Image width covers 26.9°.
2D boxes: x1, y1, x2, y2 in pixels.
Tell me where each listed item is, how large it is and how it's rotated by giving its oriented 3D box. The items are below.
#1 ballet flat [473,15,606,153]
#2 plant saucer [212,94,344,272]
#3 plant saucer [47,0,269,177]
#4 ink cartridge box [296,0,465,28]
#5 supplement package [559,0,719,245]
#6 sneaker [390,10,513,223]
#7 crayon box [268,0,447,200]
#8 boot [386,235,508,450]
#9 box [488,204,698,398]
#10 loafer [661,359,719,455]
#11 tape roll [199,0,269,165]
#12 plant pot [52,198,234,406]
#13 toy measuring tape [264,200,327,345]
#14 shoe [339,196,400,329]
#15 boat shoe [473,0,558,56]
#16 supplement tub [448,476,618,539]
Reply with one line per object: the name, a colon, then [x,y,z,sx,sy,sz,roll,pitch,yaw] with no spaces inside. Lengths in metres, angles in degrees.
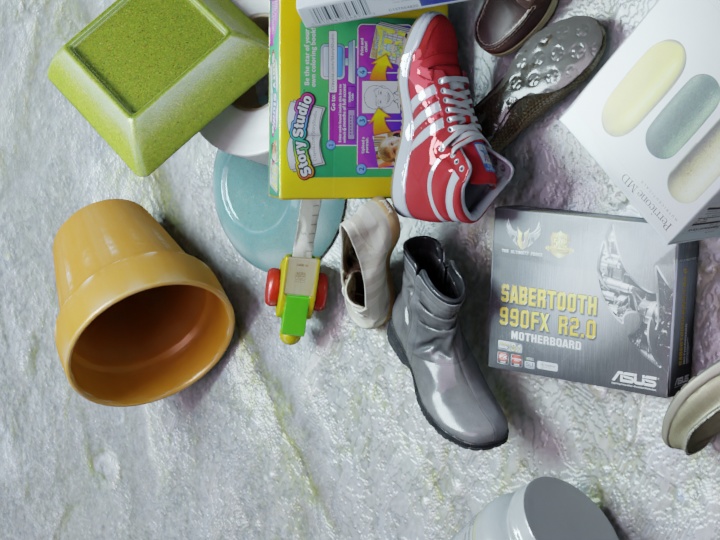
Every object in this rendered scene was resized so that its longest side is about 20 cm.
ballet flat: [0.163,-0.169,1.448,0.200,0.046,0.068,-44,59,28]
plant saucer: [-0.104,-0.094,1.672,0.200,0.039,0.202,5,98,38]
plant saucer: [-0.214,-0.227,1.569,0.200,0.048,0.200,-42,60,-6]
ink cartridge box: [0.037,-0.337,1.430,0.198,0.041,0.201,-8,63,14]
supplement package: [0.307,-0.147,1.257,0.152,0.150,0.200,53,124,22]
sneaker: [0.091,-0.142,1.427,0.112,0.071,0.201,15,105,45]
crayon box: [-0.003,-0.172,1.497,0.058,0.171,0.201,-154,63,-75]
boot: [0.084,0.070,1.469,0.200,0.069,0.132,52,148,35]
box: [0.216,0.025,1.417,0.199,0.048,0.159,9,101,38]
loafer: [0.341,0.101,1.305,0.200,0.075,0.068,-51,58,30]
tape roll: [-0.091,-0.213,1.602,0.201,0.071,0.204,-6,79,32]
plant pot: [-0.269,0.023,1.738,0.201,0.199,0.184,-56,46,29]
toy measuring tape: [-0.065,-0.016,1.624,0.073,0.073,0.201,23,114,35]
shoe: [0.000,0.000,1.534,0.070,0.053,0.200,46,154,26]
boat shoe: [0.159,-0.288,1.413,0.072,0.072,0.200,52,123,22]
supplement tub: [0.142,0.304,1.446,0.200,0.145,0.145,-48,66,32]
